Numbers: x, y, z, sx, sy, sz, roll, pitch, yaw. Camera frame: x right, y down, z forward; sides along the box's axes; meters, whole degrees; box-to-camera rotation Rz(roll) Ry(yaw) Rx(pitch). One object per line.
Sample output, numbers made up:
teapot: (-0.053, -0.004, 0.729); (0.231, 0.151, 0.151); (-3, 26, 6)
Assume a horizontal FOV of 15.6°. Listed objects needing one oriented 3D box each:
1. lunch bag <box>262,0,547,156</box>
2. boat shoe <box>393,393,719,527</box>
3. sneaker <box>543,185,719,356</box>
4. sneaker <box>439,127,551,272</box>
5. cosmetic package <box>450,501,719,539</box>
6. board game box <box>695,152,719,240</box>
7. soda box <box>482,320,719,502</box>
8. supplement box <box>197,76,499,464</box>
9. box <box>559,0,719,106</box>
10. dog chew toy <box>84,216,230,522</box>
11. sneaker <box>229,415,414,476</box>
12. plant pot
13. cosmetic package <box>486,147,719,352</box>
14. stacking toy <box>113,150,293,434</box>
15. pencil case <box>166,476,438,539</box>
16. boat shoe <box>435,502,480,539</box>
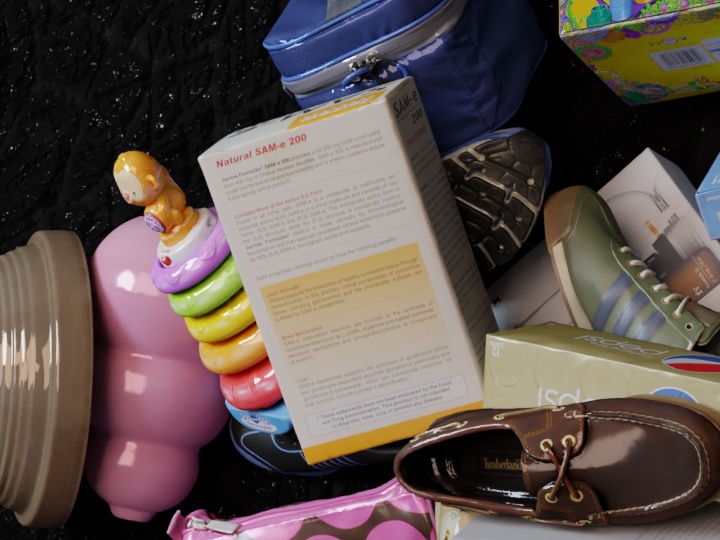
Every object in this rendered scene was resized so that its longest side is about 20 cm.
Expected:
lunch bag: (0.023, -0.150, 1.668); (0.135, 0.200, 0.133); (-24, 107, 21)
boat shoe: (0.109, 0.108, 1.439); (0.199, 0.070, 0.071); (-7, 92, 41)
sneaker: (0.178, 0.035, 1.557); (0.090, 0.067, 0.201); (-22, 74, 27)
sneaker: (0.068, -0.039, 1.652); (0.078, 0.200, 0.089); (38, 55, -2)
cosmetic package: (0.173, 0.229, 1.483); (0.199, 0.123, 0.201); (2, 109, 30)
board game box: (0.309, -0.081, 1.534); (0.199, 0.151, 0.037); (-10, 113, 28)
soda box: (0.163, 0.079, 1.474); (0.199, 0.064, 0.068); (11, 104, 39)
supplement box: (0.000, 0.000, 1.571); (0.125, 0.074, 0.201); (-15, 100, 19)
box: (0.233, -0.224, 1.602); (0.199, 0.122, 0.194); (-8, 69, 26)
dog chew toy: (-0.135, 0.068, 1.766); (0.124, 0.124, 0.201); (10, 89, 32)
sneaker: (-0.009, 0.094, 1.703); (0.199, 0.078, 0.071); (-5, 73, 29)
plant pot: (-0.243, 0.071, 1.776); (0.201, 0.092, 0.202); (-176, 90, -74)
cosmetic package: (0.182, 0.048, 1.620); (0.151, 0.052, 0.200); (-43, 59, 16)
stacking toy: (-0.087, 0.000, 1.658); (0.110, 0.200, 0.116); (-50, 25, -18)
pencil case: (-0.020, 0.173, 1.673); (0.199, 0.094, 0.091); (-15, 29, 22)
boat shoe: (0.079, 0.180, 1.580); (0.066, 0.074, 0.201); (-143, 61, -76)
